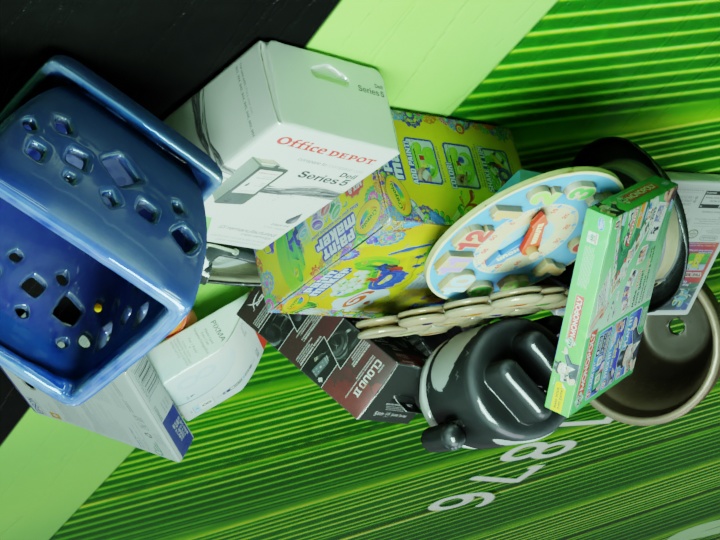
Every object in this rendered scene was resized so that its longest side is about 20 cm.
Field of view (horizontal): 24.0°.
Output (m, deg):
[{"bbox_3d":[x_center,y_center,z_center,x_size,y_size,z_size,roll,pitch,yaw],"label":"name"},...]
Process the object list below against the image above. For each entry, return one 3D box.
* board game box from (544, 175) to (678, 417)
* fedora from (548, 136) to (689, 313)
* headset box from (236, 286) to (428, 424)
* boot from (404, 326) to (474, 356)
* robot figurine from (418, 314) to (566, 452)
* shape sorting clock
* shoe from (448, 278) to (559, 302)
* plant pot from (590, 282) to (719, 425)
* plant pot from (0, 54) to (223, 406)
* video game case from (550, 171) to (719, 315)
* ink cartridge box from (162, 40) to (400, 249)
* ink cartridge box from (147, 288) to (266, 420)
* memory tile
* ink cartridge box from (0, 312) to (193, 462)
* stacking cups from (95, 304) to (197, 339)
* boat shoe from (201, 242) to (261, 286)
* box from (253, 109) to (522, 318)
[{"bbox_3d":[0.232,0.023,1.564,0.134,0.029,0.201,-23,130,-51],"label":"board game box"},{"bbox_3d":[0.234,-0.035,1.683,0.091,0.202,0.201,-17,162,-27],"label":"fedora"},{"bbox_3d":[-0.011,0.083,1.784,0.077,0.200,0.149,-53,159,9],"label":"headset box"},{"bbox_3d":[0.066,0.078,2.006,0.157,0.080,0.211,-15,158,4],"label":"boot"},{"bbox_3d":[0.135,0.113,1.687,0.149,0.126,0.200,-3,172,-21],"label":"robot figurine"},{"bbox_3d":[0.151,-0.029,1.546,0.199,0.039,0.200,-16,151,-9],"label":"shape sorting clock"},{"bbox_3d":[0.147,0.017,1.808,0.198,0.070,0.054,3,126,5],"label":"shoe"},{"bbox_3d":[0.367,0.079,2.074,0.199,0.201,0.174,-25,172,26],"label":"plant pot"},{"bbox_3d":[-0.235,-0.040,1.357,0.200,0.180,0.200,35,136,-17],"label":"plant pot"},{"bbox_3d":[0.319,-0.029,1.871,0.199,0.023,0.183,0,125,-32],"label":"video game case"},{"bbox_3d":[-0.087,-0.104,1.475,0.145,0.085,0.200,9,149,-43],"label":"ink cartridge box"},{"bbox_3d":[-0.130,0.083,1.877,0.199,0.047,0.160,-29,160,-5],"label":"ink cartridge box"},{"bbox_3d":[0.108,0.041,1.640,0.199,0.017,0.153,-12,172,30],"label":"memory tile"},{"bbox_3d":[-0.296,0.119,1.824,0.199,0.043,0.197,17,152,23],"label":"ink cartridge box"},{"bbox_3d":[-0.224,0.032,1.768,0.060,0.061,0.200,-20,162,15],"label":"stacking cups"},{"bbox_3d":[-0.156,-0.015,1.679,0.199,0.061,0.076,-3,156,-26],"label":"boat shoe"},{"bbox_3d":[0.029,-0.048,1.625,0.192,0.123,0.200,4,152,-39],"label":"box"}]
